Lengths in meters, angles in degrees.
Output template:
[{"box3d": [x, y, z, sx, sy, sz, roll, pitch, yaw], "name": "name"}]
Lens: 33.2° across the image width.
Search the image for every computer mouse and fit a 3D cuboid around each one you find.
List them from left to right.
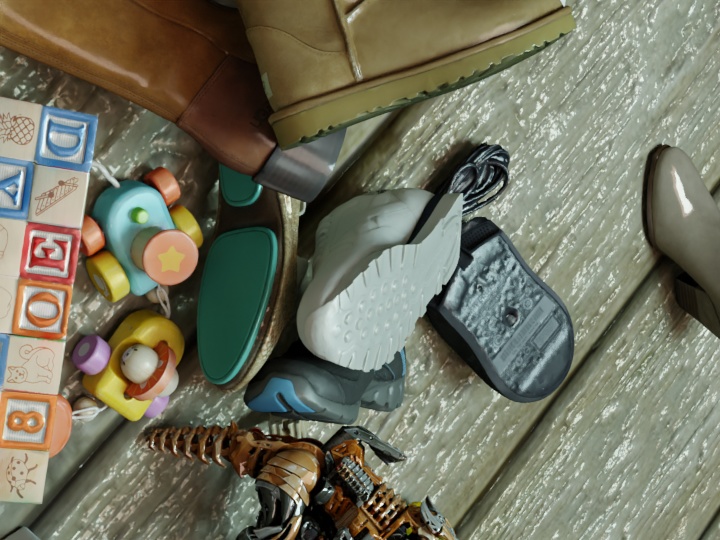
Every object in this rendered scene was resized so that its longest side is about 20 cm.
[{"box3d": [0.094, 0.014, 0.918, 0.138, 0.053, 0.201, -44, 117, -18], "name": "computer mouse"}]

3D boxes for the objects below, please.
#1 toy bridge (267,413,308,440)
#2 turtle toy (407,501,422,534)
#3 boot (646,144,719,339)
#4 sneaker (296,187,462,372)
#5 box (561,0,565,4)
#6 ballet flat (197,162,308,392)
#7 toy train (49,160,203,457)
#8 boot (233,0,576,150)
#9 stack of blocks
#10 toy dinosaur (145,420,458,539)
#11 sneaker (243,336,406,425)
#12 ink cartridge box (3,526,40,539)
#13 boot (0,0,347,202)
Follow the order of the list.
[{"box3d": [-0.043, 0.194, 0.847, 0.027, 0.067, 0.203, -2, 112, 4], "name": "toy bridge"}, {"box3d": [0.050, 0.260, 0.915, 0.101, 0.146, 0.199, -51, 152, 16], "name": "turtle toy"}, {"box3d": [0.330, -0.008, 1.044, 0.070, 0.146, 0.202, -39, 126, -21], "name": "boot"}, {"box3d": [0.000, 0.000, 0.757, 0.200, 0.079, 0.077, -40, 142, -59], "name": "sneaker"}, {"box3d": [0.046, -0.232, 0.723, 0.199, 0.101, 0.114, -5, 116, -49], "name": "box"}, {"box3d": [-0.056, -0.026, 0.734, 0.065, 0.070, 0.203, 12, 81, -52], "name": "ballet flat"}, {"box3d": [-0.158, 0.033, 0.698, 0.149, 0.055, 0.203, 8, 100, -42], "name": "toy train"}, {"box3d": [0.000, -0.181, 0.596, 0.173, 0.066, 0.203, -20, 94, -8], "name": "boot"}, {"box3d": [-0.208, 0.010, 0.619, 0.113, 0.058, 0.203, 8, 93, -21], "name": "stack of blocks"}, {"box3d": [-0.040, 0.153, 0.766, 0.102, 0.198, 0.137, 17, 98, -59], "name": "toy dinosaur"}, {"box3d": [-0.020, 0.053, 0.790, 0.200, 0.072, 0.083, -1, 98, -74], "name": "sneaker"}, {"box3d": [-0.156, 0.258, 0.682, 0.083, 0.199, 0.147, -33, 124, -29], "name": "ink cartridge box"}, {"box3d": [-0.094, -0.148, 0.669, 0.198, 0.068, 0.190, 27, 55, -17], "name": "boot"}]
